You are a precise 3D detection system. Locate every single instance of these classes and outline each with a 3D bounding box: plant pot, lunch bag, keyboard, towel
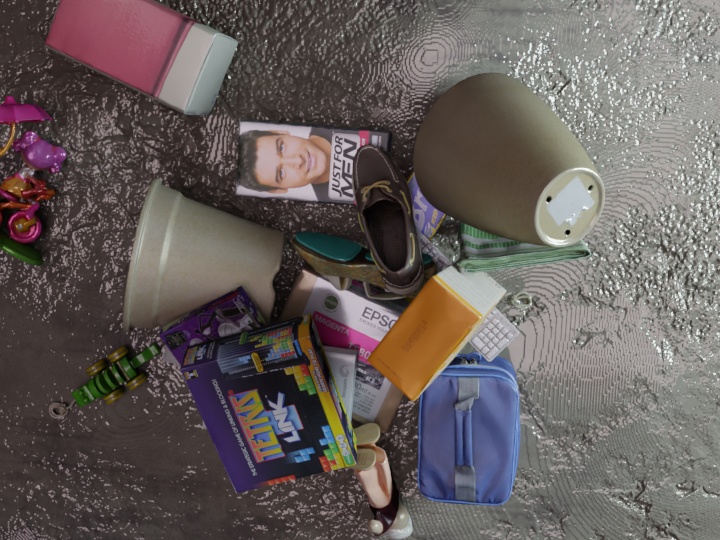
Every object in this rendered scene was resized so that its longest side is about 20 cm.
[{"bbox_3d":[0.187,-0.112,1.049,0.185,0.200,0.189,-11,120,-20],"label":"plant pot"},{"bbox_3d":[0.144,0.203,1.196,0.134,0.132,0.202,1,100,6],"label":"lunch bag"},{"bbox_3d":[0.114,0.027,1.155,0.200,0.011,0.056,46,101,4],"label":"keyboard"},{"bbox_3d":[-0.198,-0.003,1.181,0.181,0.201,0.203,11,101,-8],"label":"plant pot"},{"bbox_3d":[0.193,-0.040,1.115,0.151,0.200,0.024,-7,105,7],"label":"towel"}]

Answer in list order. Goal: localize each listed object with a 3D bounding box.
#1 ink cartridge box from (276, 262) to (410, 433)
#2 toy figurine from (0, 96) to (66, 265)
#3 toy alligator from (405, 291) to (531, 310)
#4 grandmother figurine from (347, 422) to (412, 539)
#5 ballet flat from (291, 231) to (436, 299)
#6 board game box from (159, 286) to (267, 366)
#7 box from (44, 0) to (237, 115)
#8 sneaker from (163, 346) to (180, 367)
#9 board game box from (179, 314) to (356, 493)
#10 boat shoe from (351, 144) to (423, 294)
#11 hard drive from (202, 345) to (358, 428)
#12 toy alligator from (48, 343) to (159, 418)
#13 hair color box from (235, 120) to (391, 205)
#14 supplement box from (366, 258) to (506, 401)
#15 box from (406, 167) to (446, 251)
[{"bbox_3d":[-0.017,0.101,1.225,0.198,0.075,0.166,24,103,2],"label":"ink cartridge box"},{"bbox_3d":[-0.471,-0.134,1.217,0.199,0.150,0.185,33,92,-23],"label":"toy figurine"},{"bbox_3d":[0.127,0.030,1.205,0.198,0.054,0.060,14,65,7],"label":"toy alligator"},{"bbox_3d":[0.029,0.303,1.222,0.060,0.122,0.201,1,136,24],"label":"grandmother figurine"},{"bbox_3d":[0.000,0.000,1.150,0.198,0.071,0.072,11,101,19],"label":"ballet flat"},{"bbox_3d":[-0.149,0.127,1.138,0.119,0.032,0.201,-24,115,16],"label":"board game box"},{"bbox_3d":[-0.276,-0.291,1.157,0.198,0.128,0.110,25,100,0],"label":"box"},{"bbox_3d":[-0.186,0.154,1.262,0.199,0.075,0.089,39,122,-5],"label":"sneaker"},{"bbox_3d":[-0.109,0.168,1.113,0.164,0.057,0.202,-16,117,6],"label":"board game box"},{"bbox_3d":[0.029,-0.072,1.097,0.071,0.060,0.202,-16,68,7],"label":"boat shoe"},{"bbox_3d":[-0.107,0.158,1.193,0.198,0.027,0.133,7,104,5],"label":"hard drive"},{"bbox_3d":[-0.373,0.165,1.282,0.199,0.054,0.060,-31,95,10],"label":"toy alligator"},{"bbox_3d":[-0.062,-0.142,1.195,0.198,0.061,0.100,5,100,5],"label":"hair color box"},{"bbox_3d":[0.095,0.063,1.058,0.073,0.200,0.126,40,107,8],"label":"supplement box"},{"bbox_3d":[0.105,-0.126,1.179,0.070,0.064,0.201,32,102,0],"label":"box"}]
